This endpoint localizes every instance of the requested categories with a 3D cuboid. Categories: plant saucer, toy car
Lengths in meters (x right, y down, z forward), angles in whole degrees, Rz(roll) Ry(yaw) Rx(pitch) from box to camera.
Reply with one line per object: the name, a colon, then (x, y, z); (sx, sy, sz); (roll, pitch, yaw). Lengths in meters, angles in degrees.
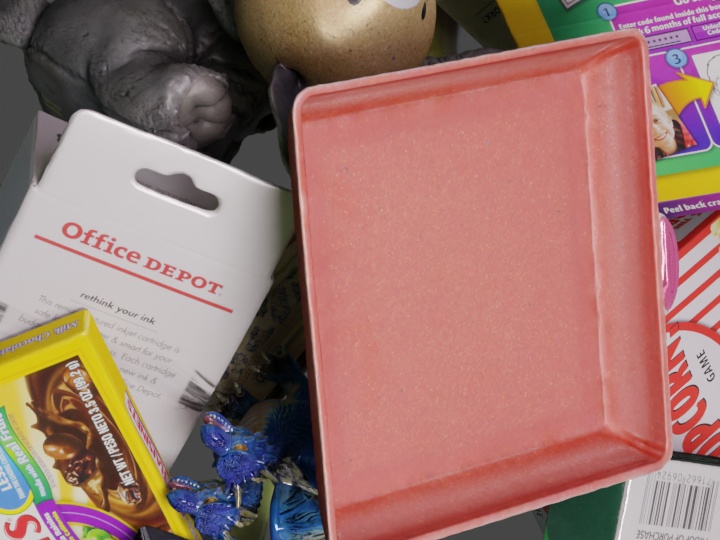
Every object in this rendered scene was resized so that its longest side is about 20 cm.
plant saucer: (0.047, 0.007, 1.284); (0.199, 0.037, 0.201); (-13, 104, -37)
toy car: (0.001, -0.129, 1.297); (0.164, 0.157, 0.202); (8, 74, -41)

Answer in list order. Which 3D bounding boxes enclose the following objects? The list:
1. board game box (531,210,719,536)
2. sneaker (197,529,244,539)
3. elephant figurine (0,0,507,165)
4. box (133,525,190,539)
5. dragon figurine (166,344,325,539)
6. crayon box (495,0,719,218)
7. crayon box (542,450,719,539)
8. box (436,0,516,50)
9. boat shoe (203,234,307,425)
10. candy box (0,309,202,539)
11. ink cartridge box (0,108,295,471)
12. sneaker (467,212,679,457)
board game box: (0.161, 0.059, 1.502); (0.200, 0.046, 0.152); (-39, 117, -26)
sneaker: (-0.006, 0.154, 1.417); (0.199, 0.077, 0.087); (26, 62, -29)
elephant figurine: (-0.047, -0.105, 1.409); (0.200, 0.141, 0.156); (-36, 118, -24)
box: (-0.042, 0.247, 1.303); (0.199, 0.118, 0.198); (22, 106, -21)
dragon figurine: (-0.013, 0.099, 1.352); (0.199, 0.059, 0.100); (30, 34, -37)
crayon box: (0.175, -0.117, 1.390); (0.173, 0.199, 0.058); (63, 33, -28)
crayon box: (0.135, 0.186, 1.431); (0.125, 0.051, 0.202); (11, 90, -44)
box: (0.130, -0.177, 1.467); (0.200, 0.176, 0.097); (42, 42, -13)
boat shoe: (0.000, 0.000, 1.397); (0.200, 0.073, 0.063); (-38, 76, 12)
candy box: (-0.126, 0.120, 1.315); (0.102, 0.026, 0.201); (-20, 117, 9)
ink cartridge box: (-0.113, 0.012, 1.312); (0.115, 0.201, 0.067); (22, 28, -17)
sneaker: (0.061, 0.036, 1.382); (0.200, 0.087, 0.074); (-41, 120, -33)
